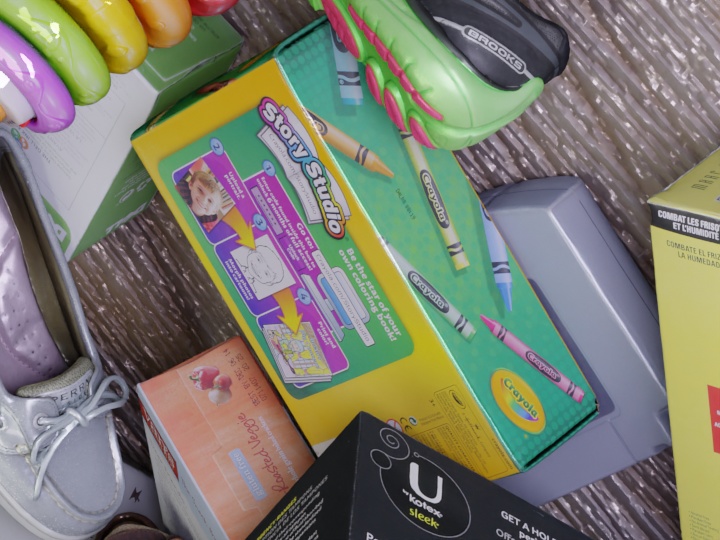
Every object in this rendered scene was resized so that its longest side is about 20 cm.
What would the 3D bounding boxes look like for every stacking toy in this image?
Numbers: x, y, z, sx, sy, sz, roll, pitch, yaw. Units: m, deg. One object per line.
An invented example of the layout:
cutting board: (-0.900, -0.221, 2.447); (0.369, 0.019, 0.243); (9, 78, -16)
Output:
stacking toy: (-0.134, -0.101, 1.221); (0.110, 0.200, 0.116); (45, 164, -18)

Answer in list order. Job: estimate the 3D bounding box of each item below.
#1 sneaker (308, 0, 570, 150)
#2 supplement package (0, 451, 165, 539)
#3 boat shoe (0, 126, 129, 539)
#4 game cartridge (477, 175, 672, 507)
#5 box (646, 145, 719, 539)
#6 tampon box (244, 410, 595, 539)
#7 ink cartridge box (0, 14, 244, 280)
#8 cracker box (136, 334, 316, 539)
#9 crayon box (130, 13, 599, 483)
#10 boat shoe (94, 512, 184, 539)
sneaker: (0.016, -0.137, 1.161); (0.201, 0.083, 0.077); (60, 164, 20)
supplement package: (-0.208, 0.157, 1.492); (0.155, 0.201, 0.111); (29, 177, 29)
boat shoe: (-0.156, 0.031, 1.367); (0.065, 0.074, 0.203); (-11, 98, 47)
game cartridge: (0.059, 0.037, 1.268); (0.133, 0.041, 0.200); (54, 142, -4)
box: (0.159, 0.048, 1.138); (0.050, 0.075, 0.201); (18, 128, 38)
tampon box: (0.021, 0.187, 1.144); (0.149, 0.200, 0.126); (30, 123, -17)
ink cartridge box: (-0.139, -0.077, 1.375); (0.104, 0.059, 0.200); (47, 142, 10)
cracker box: (-0.043, 0.139, 1.361); (0.134, 0.057, 0.200); (58, 166, 27)
crayon box: (0.000, 0.000, 1.229); (0.119, 0.058, 0.201); (-24, 99, 52)
boat shoe: (-0.106, 0.153, 1.348); (0.200, 0.072, 0.072); (-98, -2, -83)
